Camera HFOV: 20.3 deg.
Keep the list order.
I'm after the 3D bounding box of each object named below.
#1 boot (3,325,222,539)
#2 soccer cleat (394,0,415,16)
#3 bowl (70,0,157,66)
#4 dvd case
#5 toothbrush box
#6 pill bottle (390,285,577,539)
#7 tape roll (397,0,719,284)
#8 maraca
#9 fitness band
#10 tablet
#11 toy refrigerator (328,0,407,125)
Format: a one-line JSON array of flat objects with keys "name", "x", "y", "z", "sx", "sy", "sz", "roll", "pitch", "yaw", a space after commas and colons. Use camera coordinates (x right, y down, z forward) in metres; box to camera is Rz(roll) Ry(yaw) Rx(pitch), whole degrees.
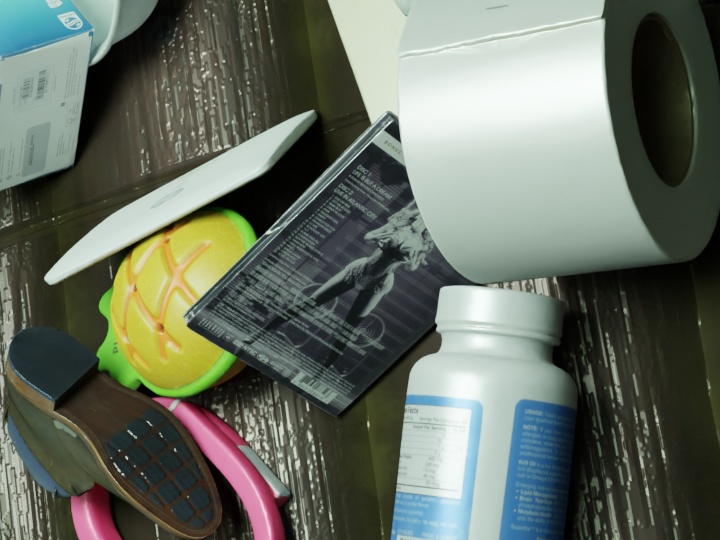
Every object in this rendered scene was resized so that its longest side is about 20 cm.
[{"name": "boot", "x": -0.182, "y": 0.134, "z": 1.447, "sx": 0.200, "sy": 0.075, "sz": 0.097, "roll": 44, "pitch": 143, "yaw": 13}, {"name": "soccer cleat", "x": 0.075, "y": -0.254, "z": 1.342, "sx": 0.070, "sy": 0.086, "sz": 0.200, "roll": 13, "pitch": 57, "yaw": 22}, {"name": "bowl", "x": -0.202, "y": -0.262, "z": 1.521, "sx": 0.201, "sy": 0.090, "sz": 0.201, "roll": 35, "pitch": 137, "yaw": 41}, {"name": "dvd case", "x": 0.000, "y": 0.000, "z": 1.348, "sx": 0.200, "sy": 0.149, "sz": 0.016, "roll": -44, "pitch": 37, "yaw": 17}, {"name": "toothbrush box", "x": -0.298, "y": -0.182, "z": 1.552, "sx": 0.200, "sy": 0.085, "sz": 0.147, "roll": 50, "pitch": 144, "yaw": 28}, {"name": "pill bottle", "x": 0.082, "y": 0.114, "z": 1.295, "sx": 0.112, "sy": 0.112, "sz": 0.200, "roll": 4, "pitch": 83, "yaw": 31}, {"name": "tape roll", "x": 0.129, "y": -0.097, "z": 1.254, "sx": 0.139, "sy": 0.203, "sz": 0.203, "roll": -7, "pitch": 77, "yaw": 30}, {"name": "maraca", "x": -0.133, "y": 0.027, "z": 1.445, "sx": 0.200, "sy": 0.107, "sz": 0.137, "roll": -19, "pitch": 61, "yaw": 48}, {"name": "fitness band", "x": -0.130, "y": 0.180, "z": 1.452, "sx": 0.200, "sy": 0.037, "sz": 0.144, "roll": 43, "pitch": 103, "yaw": 30}, {"name": "tablet", "x": -0.129, "y": -0.054, "z": 1.450, "sx": 0.200, "sy": 0.130, "sz": 0.014, "roll": -27, "pitch": 102, "yaw": 24}, {"name": "toy refrigerator", "x": 0.033, "y": -0.148, "z": 1.393, "sx": 0.070, "sy": 0.076, "sz": 0.200, "roll": -28, "pitch": 69, "yaw": 23}]
